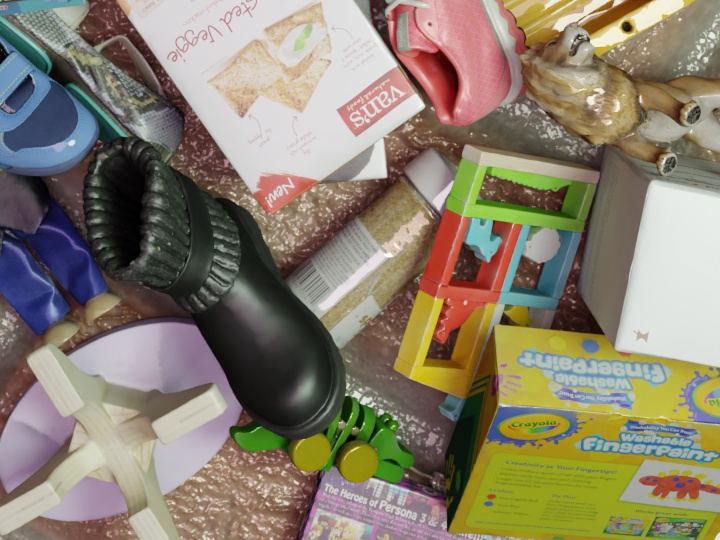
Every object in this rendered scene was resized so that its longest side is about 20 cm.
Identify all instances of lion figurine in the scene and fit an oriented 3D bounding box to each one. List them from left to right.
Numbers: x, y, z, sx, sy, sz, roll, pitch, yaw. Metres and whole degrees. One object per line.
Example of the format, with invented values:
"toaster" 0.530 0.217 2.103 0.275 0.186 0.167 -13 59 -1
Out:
"lion figurine" 0.206 -0.110 1.542 0.199 0.122 0.073 9 107 -44

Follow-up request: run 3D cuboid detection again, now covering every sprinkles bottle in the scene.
"sprinkles bottle" 0.000 0.000 1.629 0.200 0.068 0.068 -42 99 6

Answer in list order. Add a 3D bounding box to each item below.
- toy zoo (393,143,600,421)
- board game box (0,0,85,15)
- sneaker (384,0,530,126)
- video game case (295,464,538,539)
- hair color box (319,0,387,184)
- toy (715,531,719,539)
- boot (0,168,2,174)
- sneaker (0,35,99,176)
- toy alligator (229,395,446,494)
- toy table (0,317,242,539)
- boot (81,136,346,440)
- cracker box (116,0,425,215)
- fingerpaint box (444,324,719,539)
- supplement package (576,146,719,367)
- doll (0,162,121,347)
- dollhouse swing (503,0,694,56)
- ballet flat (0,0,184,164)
"toy zoo" 0.095 0.014 1.618 0.131 0.020 0.201 7 105 -44
"board game box" -0.273 -0.269 1.533 0.150 0.047 0.201 -8 70 0
"sneaker" 0.049 -0.190 1.544 0.087 0.074 0.201 -41 110 -39
"video game case" 0.037 0.252 1.695 0.199 0.036 0.182 18 100 -5
"hair color box" -0.038 -0.163 1.600 0.101 0.061 0.201 -6 102 -1
"toy" 0.273 0.258 1.699 0.200 0.047 0.115 -36 97 2
"boot" -0.350 -0.092 1.570 0.199 0.077 0.156 -16 104 41
"sneaker" -0.268 -0.136 1.553 0.200 0.082 0.074 31 65 14
"toy alligator" 0.000 0.121 1.643 0.199 0.059 0.054 15 102 -26
"toy table" -0.176 0.119 1.621 0.200 0.117 0.184 -41 100 7
"boot" -0.104 0.015 1.542 0.079 0.158 0.211 -39 62 9
"cracker box" -0.065 -0.157 1.540 0.134 0.058 0.200 -35 100 5
"fingerpaint box" 0.173 0.121 1.604 0.199 0.074 0.167 5 141 -9
"supplement package" 0.228 -0.011 1.567 0.117 0.200 0.118 11 101 -4
"doll" -0.252 -0.045 1.621 0.136 0.048 0.200 -34 98 16
"dollhouse swing" 0.131 -0.237 1.535 0.181 0.176 0.201 -29 101 4
"ballet flat" -0.203 -0.154 1.603 0.200 0.072 0.072 42 97 -9
